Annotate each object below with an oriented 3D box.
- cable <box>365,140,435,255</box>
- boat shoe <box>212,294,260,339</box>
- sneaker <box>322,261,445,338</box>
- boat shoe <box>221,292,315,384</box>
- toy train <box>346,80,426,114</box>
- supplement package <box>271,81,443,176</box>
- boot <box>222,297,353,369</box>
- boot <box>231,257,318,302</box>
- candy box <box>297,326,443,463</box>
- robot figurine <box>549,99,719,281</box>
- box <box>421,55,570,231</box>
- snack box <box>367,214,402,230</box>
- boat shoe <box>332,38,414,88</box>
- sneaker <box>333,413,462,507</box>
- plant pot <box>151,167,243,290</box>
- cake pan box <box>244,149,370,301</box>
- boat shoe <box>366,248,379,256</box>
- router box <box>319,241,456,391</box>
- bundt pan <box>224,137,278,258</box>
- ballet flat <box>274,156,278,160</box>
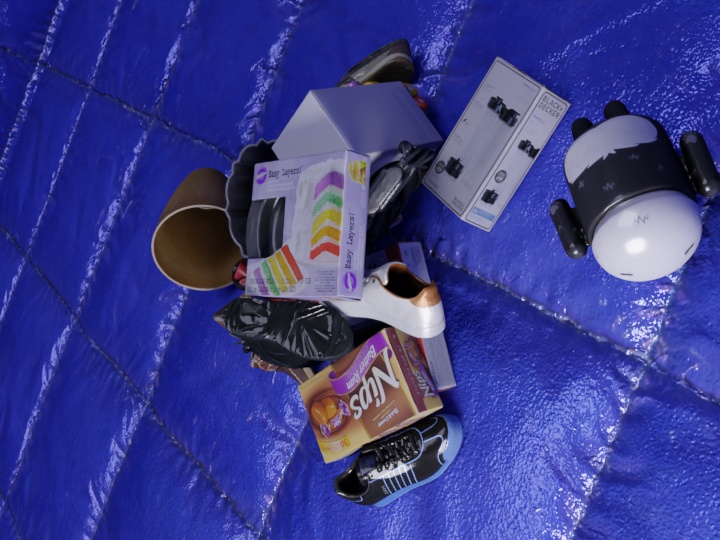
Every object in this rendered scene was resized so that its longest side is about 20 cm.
[{"bbox_3d":[0.028,-0.094,1.256,0.051,0.163,0.201,37,107,10],"label":"cable"},{"bbox_3d":[-0.201,0.090,1.544,0.075,0.072,0.200,-33,14,-15],"label":"boat shoe"},{"bbox_3d":[0.022,0.016,1.148,0.198,0.073,0.086,15,128,33],"label":"sneaker"},{"bbox_3d":[-0.142,0.128,1.400,0.072,0.072,0.200,-39,79,-12],"label":"boat shoe"},{"bbox_3d":[0.038,-0.222,1.410,0.198,0.055,0.153,7,107,41],"label":"toy train"},{"bbox_3d":[-0.003,-0.181,1.282,0.121,0.199,0.121,55,131,15],"label":"supplement package"},{"bbox_3d":[-0.085,0.097,1.237,0.195,0.163,0.074,9,71,18],"label":"boot"},{"bbox_3d":[-0.119,0.033,1.415,0.199,0.143,0.073,15,80,50],"label":"boot"},{"bbox_3d":[0.009,0.167,1.197,0.199,0.056,0.118,-36,69,42],"label":"candy box"},{"bbox_3d":[0.295,-0.086,0.982,0.151,0.123,0.203,118,148,-50],"label":"robot figurine"},{"bbox_3d":[0.179,-0.170,1.205,0.202,0.060,0.117,-60,39,15],"label":"box"},{"bbox_3d":[-0.016,-0.136,1.383,0.071,0.024,0.201,-31,65,-3],"label":"snack box"},{"bbox_3d":[0.013,-0.309,1.462,0.200,0.071,0.067,-25,45,43],"label":"boat shoe"},{"bbox_3d":[0.047,0.250,1.177,0.200,0.077,0.071,-46,45,29],"label":"sneaker"},{"bbox_3d":[-0.289,-0.100,1.669,0.187,0.185,0.201,-48,30,26],"label":"plant pot"},{"bbox_3d":[-0.073,-0.055,1.175,0.198,0.052,0.188,1,83,46],"label":"cake pan box"},{"bbox_3d":[0.000,0.000,1.348,0.198,0.062,0.076,5,98,47],"label":"boat shoe"},{"bbox_3d":[0.030,0.083,1.242,0.178,0.048,0.203,-23,77,43],"label":"router box"},{"bbox_3d":[-0.116,-0.101,1.378,0.200,0.075,0.206,7,101,38],"label":"bundt pan"},{"bbox_3d":[-0.105,-0.126,1.470,0.069,0.069,0.203,33,133,51],"label":"ballet flat"}]
